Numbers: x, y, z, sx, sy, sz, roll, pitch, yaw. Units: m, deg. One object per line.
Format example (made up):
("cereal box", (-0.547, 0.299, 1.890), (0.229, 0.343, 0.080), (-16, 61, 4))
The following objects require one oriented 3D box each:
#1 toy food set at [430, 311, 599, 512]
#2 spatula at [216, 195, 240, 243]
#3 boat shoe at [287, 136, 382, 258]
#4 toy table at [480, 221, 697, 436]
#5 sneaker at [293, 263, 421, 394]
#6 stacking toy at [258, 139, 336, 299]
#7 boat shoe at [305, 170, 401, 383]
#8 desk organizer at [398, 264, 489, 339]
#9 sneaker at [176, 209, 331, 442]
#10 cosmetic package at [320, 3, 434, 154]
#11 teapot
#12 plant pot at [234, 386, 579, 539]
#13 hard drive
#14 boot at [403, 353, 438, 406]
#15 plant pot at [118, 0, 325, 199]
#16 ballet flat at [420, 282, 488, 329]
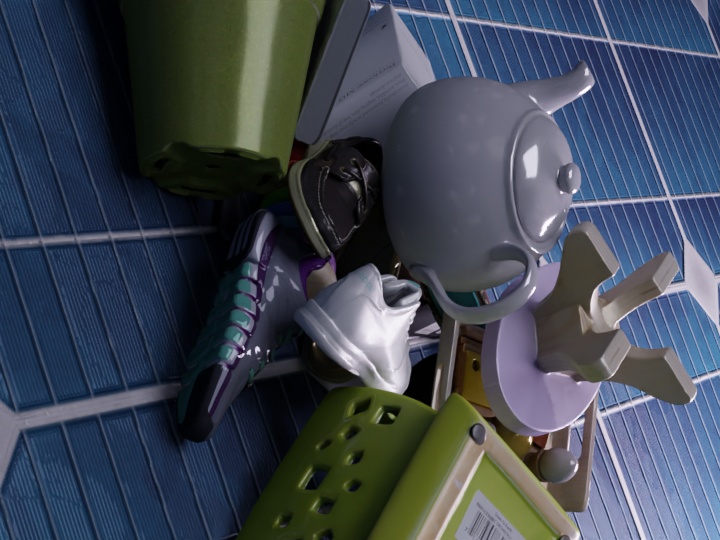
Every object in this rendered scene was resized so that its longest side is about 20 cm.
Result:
("toy food set", (0.138, 0.126, 1.490), (0.199, 0.060, 0.145), (22, 69, -40))
("spatula", (-0.108, -0.101, 1.490), (0.056, 0.020, 0.201), (30, 46, -28))
("boat shoe", (-0.016, -0.073, 1.400), (0.200, 0.064, 0.074), (-83, 149, -65))
("toy table", (0.201, 0.055, 1.468), (0.184, 0.117, 0.201), (48, 44, -21))
("sneaker", (0.019, 0.045, 1.364), (0.075, 0.089, 0.200), (45, 2, 21))
("stacking toy", (-0.056, -0.050, 1.487), (0.085, 0.085, 0.201), (45, 32, -32))
("boat shoe", (0.003, 0.000, 1.476), (0.202, 0.073, 0.063), (-63, 163, -11))
("desk organizer", (0.044, 0.012, 1.609), (0.199, 0.071, 0.078), (9, 59, -56))
("sneaker", (-0.078, 0.052, 1.327), (0.087, 0.074, 0.202), (28, 64, -21))
("cosmetic package", (0.011, -0.167, 1.584), (0.081, 0.112, 0.200), (53, 11, -20))
("teapot", (0.117, -0.071, 1.425), (0.197, 0.145, 0.202), (-17, 105, -57))
("plant pot", (0.045, 0.217, 1.300), (0.200, 0.181, 0.200), (48, 55, -23))
("hard drive", (-0.037, -0.199, 1.497), (0.026, 0.133, 0.200), (18, 14, -14))
("boot", (0.080, 0.198, 1.521), (0.158, 0.079, 0.212), (40, 49, -27))
("plant pot", (-0.118, -0.167, 1.384), (0.199, 0.199, 0.192), (24, 62, -49))
("ballet flat", (0.110, 0.064, 1.566), (0.075, 0.067, 0.202), (-73, 143, -69))
